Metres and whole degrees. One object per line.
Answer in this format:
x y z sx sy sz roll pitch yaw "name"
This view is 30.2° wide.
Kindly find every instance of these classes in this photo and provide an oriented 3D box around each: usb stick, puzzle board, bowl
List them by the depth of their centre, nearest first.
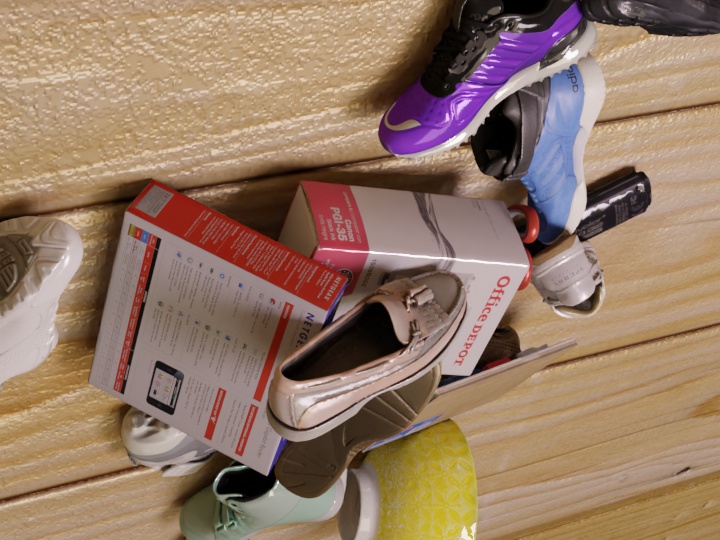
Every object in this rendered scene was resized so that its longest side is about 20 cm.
0.194 -0.039 1.306 0.198 0.033 0.056 -26 141 -6 "usb stick"
0.107 0.122 1.345 0.198 0.018 0.151 -15 162 -38 "puzzle board"
0.037 0.253 1.416 0.106 0.202 0.202 5 133 -18 "bowl"

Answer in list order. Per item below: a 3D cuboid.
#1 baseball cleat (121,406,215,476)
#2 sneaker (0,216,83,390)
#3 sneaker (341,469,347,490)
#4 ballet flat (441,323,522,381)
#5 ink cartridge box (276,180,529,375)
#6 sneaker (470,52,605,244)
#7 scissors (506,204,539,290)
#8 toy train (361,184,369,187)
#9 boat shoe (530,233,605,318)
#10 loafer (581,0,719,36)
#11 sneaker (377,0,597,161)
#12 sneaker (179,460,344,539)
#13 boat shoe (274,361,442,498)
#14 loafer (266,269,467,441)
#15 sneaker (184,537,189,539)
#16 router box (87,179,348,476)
-0.129 0.139 1.276 0.197 0.070 0.107 -12 147 -8 "baseball cleat"
-0.270 0.030 1.052 0.200 0.079 0.099 -40 149 28 "sneaker"
-0.054 0.175 1.368 0.081 0.075 0.202 0 137 -3 "sneaker"
0.074 0.105 1.381 0.198 0.067 0.047 -24 104 -5 "ballet flat"
0.026 0.010 1.145 0.197 0.083 0.148 4 133 -23 "ink cartridge box"
0.143 -0.095 1.172 0.110 0.077 0.202 -16 141 -19 "sneaker"
0.116 -0.020 1.221 0.014 0.200 0.074 1 90 -17 "scissors"
0.000 0.000 1.220 0.045 0.034 0.202 -16 140 -21 "toy train"
0.199 0.014 1.267 0.070 0.070 0.200 -31 171 12 "boat shoe"
0.248 -0.231 1.095 0.199 0.067 0.072 -2 96 -49 "loafer"
0.087 -0.175 1.059 0.199 0.070 0.100 -35 136 0 "sneaker"
-0.128 0.218 1.320 0.198 0.075 0.118 -19 149 31 "sneaker"
-0.001 0.118 1.156 0.073 0.063 0.201 35 121 -8 "boat shoe"
0.011 0.054 1.024 0.199 0.072 0.063 -36 148 -27 "loafer"
-0.167 0.337 1.444 0.070 0.091 0.200 21 121 -46 "sneaker"
-0.122 0.052 1.093 0.049 0.178 0.202 -57 172 -50 "router box"
